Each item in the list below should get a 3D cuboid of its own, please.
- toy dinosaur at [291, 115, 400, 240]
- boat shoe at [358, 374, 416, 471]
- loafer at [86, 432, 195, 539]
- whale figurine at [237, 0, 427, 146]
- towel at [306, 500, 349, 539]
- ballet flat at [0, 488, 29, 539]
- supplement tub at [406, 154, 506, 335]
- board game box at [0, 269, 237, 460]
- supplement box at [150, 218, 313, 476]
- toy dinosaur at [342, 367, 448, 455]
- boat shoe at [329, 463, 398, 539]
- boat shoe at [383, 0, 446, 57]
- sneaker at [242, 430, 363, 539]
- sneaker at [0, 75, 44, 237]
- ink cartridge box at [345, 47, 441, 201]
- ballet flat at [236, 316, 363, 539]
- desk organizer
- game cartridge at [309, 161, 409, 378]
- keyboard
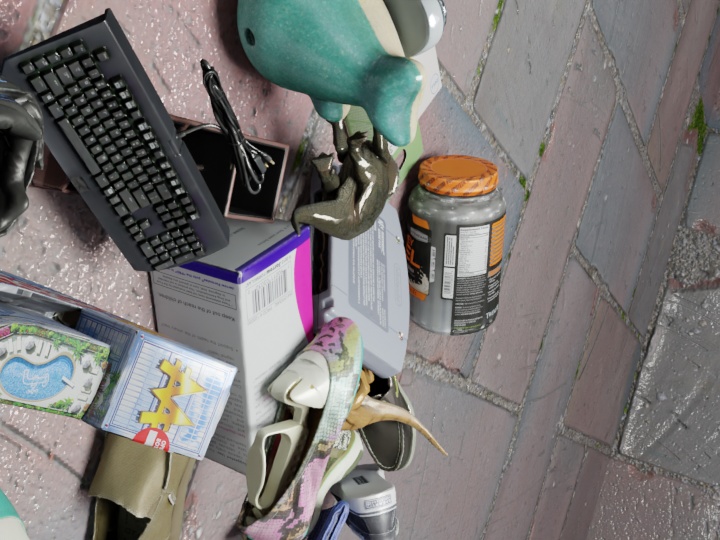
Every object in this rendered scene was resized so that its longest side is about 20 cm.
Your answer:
[{"bbox_3d":[-0.003,-0.075,0.802,0.201,0.076,0.103,-74,153,-53],"label":"toy dinosaur"},{"bbox_3d":[0.012,0.135,1.034,0.060,0.071,0.204,-19,96,-67],"label":"boat shoe"},{"bbox_3d":[-0.178,0.163,0.742,0.067,0.075,0.203,-31,129,-60],"label":"loafer"},{"bbox_3d":[-0.028,-0.179,0.734,0.103,0.201,0.160,-22,148,-26],"label":"whale figurine"},{"bbox_3d":[-0.062,0.320,0.990,0.146,0.024,0.200,-63,180,-20],"label":"towel"},{"bbox_3d":[-0.250,0.224,0.647,0.067,0.070,0.202,-41,136,-45],"label":"ballet flat"},{"bbox_3d":[0.116,-0.033,1.132,0.122,0.121,0.203,-33,131,-51],"label":"supplement tub"},{"bbox_3d":[-0.185,0.045,0.542,0.200,0.198,0.062,34,75,-61],"label":"board game box"},{"bbox_3d":[-0.106,0.061,0.796,0.101,0.102,0.202,-37,133,-50],"label":"supplement box"},{"bbox_3d":[-0.001,0.148,0.980,0.197,0.060,0.108,-2,104,-22],"label":"toy dinosaur"},{"bbox_3d":[0.007,0.267,1.044,0.200,0.071,0.069,171,-91,-78],"label":"boat shoe"},{"bbox_3d":[0.037,-0.236,0.796,0.090,0.200,0.072,-23,117,-21],"label":"boat shoe"},{"bbox_3d":[-0.071,0.211,0.982,0.200,0.076,0.090,-49,131,-48],"label":"sneaker"},{"bbox_3d":[-0.221,-0.114,0.491,0.076,0.110,0.203,-24,123,-55],"label":"sneaker"},{"bbox_3d":[0.041,-0.166,1.012,0.146,0.047,0.201,-55,143,-34],"label":"ink cartridge box"},{"bbox_3d":[-0.054,0.132,0.764,0.071,0.069,0.202,22,85,-42],"label":"ballet flat"},{"bbox_3d":[-0.142,-0.081,0.685,0.199,0.076,0.073,2,101,-61],"label":"desk organizer"},{"bbox_3d":[0.000,0.000,0.910,0.133,0.040,0.202,35,43,-39],"label":"game cartridge"},{"bbox_3d":[-0.130,-0.080,0.599,0.126,0.021,0.201,-25,139,-2],"label":"keyboard"}]
